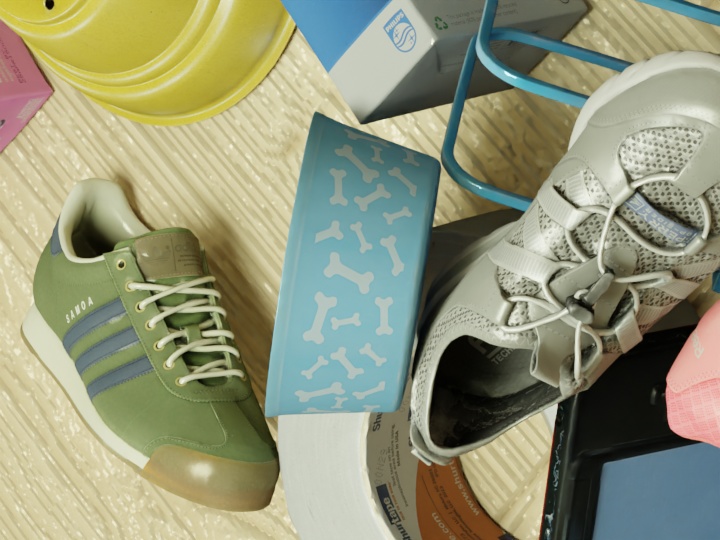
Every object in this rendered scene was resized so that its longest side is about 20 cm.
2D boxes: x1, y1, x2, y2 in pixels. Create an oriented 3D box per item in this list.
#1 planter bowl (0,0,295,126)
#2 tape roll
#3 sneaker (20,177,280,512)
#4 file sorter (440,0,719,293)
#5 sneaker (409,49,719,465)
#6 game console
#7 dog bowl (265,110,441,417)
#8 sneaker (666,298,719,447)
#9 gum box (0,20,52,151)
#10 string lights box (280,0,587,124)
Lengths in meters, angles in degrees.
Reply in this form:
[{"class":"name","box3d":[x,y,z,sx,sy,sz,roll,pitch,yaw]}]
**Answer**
[{"class":"planter bowl","box3d":[-0.122,-0.160,1.253,0.200,0.083,0.202,10,106,38]},{"class":"tape roll","box3d":[0.060,0.077,1.165,0.199,0.066,0.202,9,104,38]},{"class":"sneaker","box3d":[-0.094,0.025,1.256,0.200,0.067,0.090,39,121,49]},{"class":"file sorter","box3d":[0.116,-0.122,0.986,0.122,0.139,0.201,17,123,-1]},{"class":"sneaker","box3d":[0.082,0.005,0.938,0.074,0.082,0.200,30,137,-9]},{"class":"game console","box3d":[0.163,0.127,1.038,0.119,0.171,0.201,41,133,50]},{"class":"dog bowl","box3d":[0.000,0.000,1.045,0.049,0.200,0.112,9,92,1]},{"class":"sneaker","box3d":[0.194,0.071,0.972,0.200,0.074,0.087,36,117,-4]},{"class":"gum box","box3d":[-0.247,-0.132,1.340,0.066,0.113,0.201,-43,72,36]},{"class":"string lights box","box3d":[-0.004,-0.164,1.142,0.059,0.102,0.201,-46,70,39]}]
